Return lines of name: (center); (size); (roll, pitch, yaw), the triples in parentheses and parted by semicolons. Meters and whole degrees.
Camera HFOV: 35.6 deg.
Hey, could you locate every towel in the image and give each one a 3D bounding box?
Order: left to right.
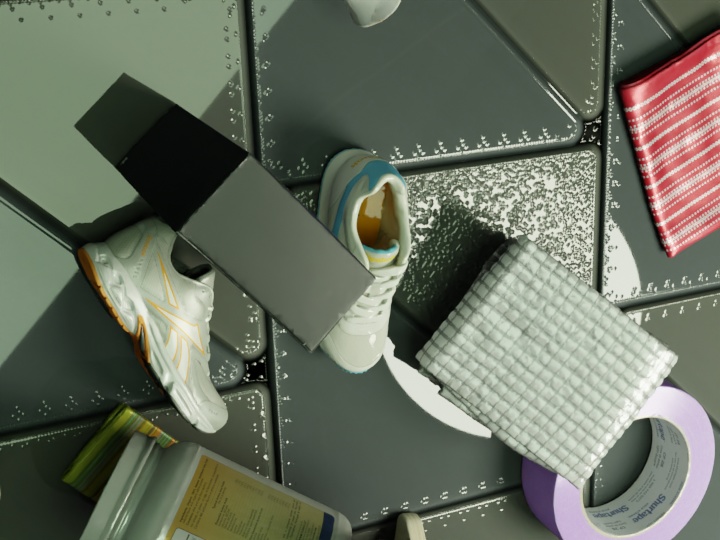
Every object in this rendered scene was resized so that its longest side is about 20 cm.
towel: (-0.165, 0.202, 1.005); (0.086, 0.018, 0.200); (-48, 119, 1)
towel: (0.170, 0.081, 1.051); (0.200, 0.086, 0.166); (36, 98, -5)
towel: (0.340, -0.129, 1.120); (0.144, 0.022, 0.201); (-29, 116, -12)

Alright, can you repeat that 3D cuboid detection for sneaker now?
sneaker: (-0.147, 0.045, 0.930); (0.092, 0.076, 0.200); (-34, 118, -16)
sneaker: (0.000, 0.000, 0.975); (0.076, 0.081, 0.201); (-7, 111, -24)

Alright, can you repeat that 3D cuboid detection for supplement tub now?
supplement tub: (-0.122, 0.228, 0.915); (0.199, 0.144, 0.145); (26, 95, -5)

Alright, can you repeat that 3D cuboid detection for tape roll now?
tape roll: (0.270, 0.202, 1.172); (0.199, 0.066, 0.201); (-7, 109, -22)

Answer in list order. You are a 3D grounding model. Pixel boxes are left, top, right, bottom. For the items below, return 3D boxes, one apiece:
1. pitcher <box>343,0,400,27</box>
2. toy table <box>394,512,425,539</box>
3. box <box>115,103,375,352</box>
pitcher: (-0.062, -0.288, 0.846); (0.199, 0.121, 0.172); (6, 85, -36)
toy table: (0.053, 0.345, 1.090); (0.199, 0.117, 0.185); (14, 100, -28)
box: (-0.093, -0.039, 0.852); (0.141, 0.200, 0.079); (42, 88, -30)
